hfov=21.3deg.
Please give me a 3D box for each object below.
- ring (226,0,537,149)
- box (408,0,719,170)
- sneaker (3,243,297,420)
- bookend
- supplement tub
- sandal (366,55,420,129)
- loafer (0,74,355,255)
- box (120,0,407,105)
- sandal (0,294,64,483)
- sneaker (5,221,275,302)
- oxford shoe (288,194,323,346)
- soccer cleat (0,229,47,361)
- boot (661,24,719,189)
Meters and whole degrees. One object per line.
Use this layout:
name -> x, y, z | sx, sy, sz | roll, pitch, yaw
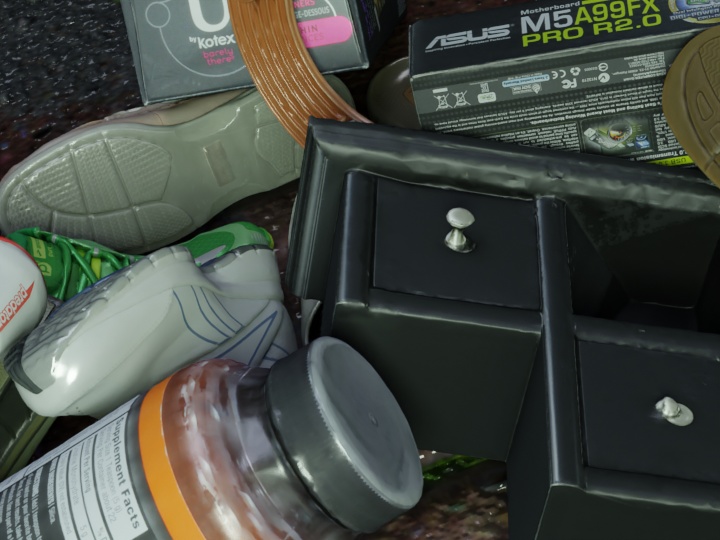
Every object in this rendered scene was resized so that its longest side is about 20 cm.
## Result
ring -> 0.021, -0.118, 0.878 | 0.199, 0.202, 0.019 | 8, 30, 27
box -> 0.131, -0.049, 0.845 | 0.198, 0.161, 0.044 | -9, 41, 9
sneaker -> -0.072, 0.039, 0.803 | 0.074, 0.088, 0.200 | -31, -9, 25
bookend -> 0.066, 0.045, 0.758 | 0.198, 0.093, 0.199 | 8, 41, -3
supplement tub -> -0.075, 0.104, 0.723 | 0.199, 0.107, 0.107 | -31, 35, 18
sandal -> 0.071, -0.077, 0.981 | 0.080, 0.054, 0.200 | -35, 43, -23
loafer -> -0.101, -0.059, 1.018 | 0.199, 0.072, 0.063 | -20, 22, -15
box -> -0.050, -0.164, 1.028 | 0.121, 0.107, 0.200 | -9, 14, 10
sandal -> -0.188, 0.100, 0.852 | 0.080, 0.057, 0.201 | 37, 76, 24
sneaker -> -0.134, 0.019, 0.912 | 0.199, 0.084, 0.074 | -20, 39, -6
oxford shoe -> 0.000, 0.000, 0.912 | 0.075, 0.058, 0.201 | -14, 37, 6
soccer cleat -> -0.220, 0.048, 0.800 | 0.199, 0.069, 0.085 | -26, 18, 13
boot -> 0.223, -0.021, 0.777 | 0.199, 0.154, 0.072 | 33, 93, 28
